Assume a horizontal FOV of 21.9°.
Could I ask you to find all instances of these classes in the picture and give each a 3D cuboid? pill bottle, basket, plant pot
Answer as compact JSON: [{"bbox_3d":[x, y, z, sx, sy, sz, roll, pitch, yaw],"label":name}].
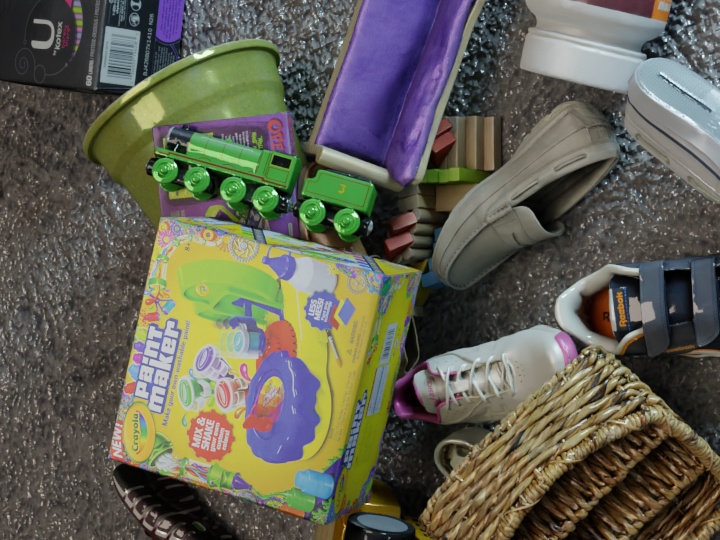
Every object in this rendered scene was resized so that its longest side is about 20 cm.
[{"bbox_3d":[0.192,-0.244,1.438,0.114,0.114,0.201,20,102,40],"label":"pill bottle"},{"bbox_3d":[0.165,0.175,1.382,0.200,0.143,0.149,-44,66,3],"label":"basket"},{"bbox_3d":[-0.120,-0.076,1.676,0.200,0.200,0.185,-37,77,34],"label":"plant pot"}]

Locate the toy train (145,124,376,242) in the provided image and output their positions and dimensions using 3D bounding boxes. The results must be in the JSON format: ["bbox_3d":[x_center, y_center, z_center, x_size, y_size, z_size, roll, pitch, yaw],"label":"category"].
[{"bbox_3d":[-0.081,-0.074,1.539,0.199,0.042,0.057,16,81,8],"label":"toy train"}]

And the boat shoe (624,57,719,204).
[{"bbox_3d":[0.281,-0.082,1.392,0.200,0.073,0.067,45,150,24],"label":"boat shoe"}]

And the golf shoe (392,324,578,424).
[{"bbox_3d":[0.099,0.093,1.490,0.200,0.091,0.076,-26,76,58],"label":"golf shoe"}]

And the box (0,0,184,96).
[{"bbox_3d":[-0.284,-0.241,1.866,0.199,0.106,0.123,10,94,42],"label":"box"}]

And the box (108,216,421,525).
[{"bbox_3d":[-0.075,0.075,1.496,0.192,0.122,0.201,14,96,16],"label":"box"}]

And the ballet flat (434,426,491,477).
[{"bbox_3d":[0.133,0.194,1.505,0.200,0.069,0.070,36,112,36],"label":"ballet flat"}]

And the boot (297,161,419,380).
[{"bbox_3d":[0.000,0.000,1.570,0.075,0.073,0.201,-16,86,30],"label":"boot"}]

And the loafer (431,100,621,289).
[{"bbox_3d":[0.133,-0.050,1.512,0.200,0.070,0.070,-49,50,28],"label":"loafer"}]

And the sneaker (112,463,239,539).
[{"bbox_3d":[-0.185,0.279,1.779,0.200,0.075,0.116,38,116,35],"label":"sneaker"}]

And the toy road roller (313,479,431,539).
[{"bbox_3d":[0.040,0.261,1.569,0.200,0.145,0.124,-140,59,-76],"label":"toy road roller"}]

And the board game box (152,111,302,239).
[{"bbox_3d":[-0.107,-0.029,1.579,0.119,0.032,0.201,-5,93,12],"label":"board game box"}]

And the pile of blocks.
[{"bbox_3d":[0.060,-0.042,1.581,0.082,0.062,0.201,30,108,38],"label":"pile of blocks"}]

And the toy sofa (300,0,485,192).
[{"bbox_3d":[0.028,-0.173,1.559,0.201,0.082,0.098,-70,21,2],"label":"toy sofa"}]

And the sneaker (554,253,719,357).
[{"bbox_3d":[0.239,0.029,1.409,0.199,0.079,0.079,-14,75,39],"label":"sneaker"}]
